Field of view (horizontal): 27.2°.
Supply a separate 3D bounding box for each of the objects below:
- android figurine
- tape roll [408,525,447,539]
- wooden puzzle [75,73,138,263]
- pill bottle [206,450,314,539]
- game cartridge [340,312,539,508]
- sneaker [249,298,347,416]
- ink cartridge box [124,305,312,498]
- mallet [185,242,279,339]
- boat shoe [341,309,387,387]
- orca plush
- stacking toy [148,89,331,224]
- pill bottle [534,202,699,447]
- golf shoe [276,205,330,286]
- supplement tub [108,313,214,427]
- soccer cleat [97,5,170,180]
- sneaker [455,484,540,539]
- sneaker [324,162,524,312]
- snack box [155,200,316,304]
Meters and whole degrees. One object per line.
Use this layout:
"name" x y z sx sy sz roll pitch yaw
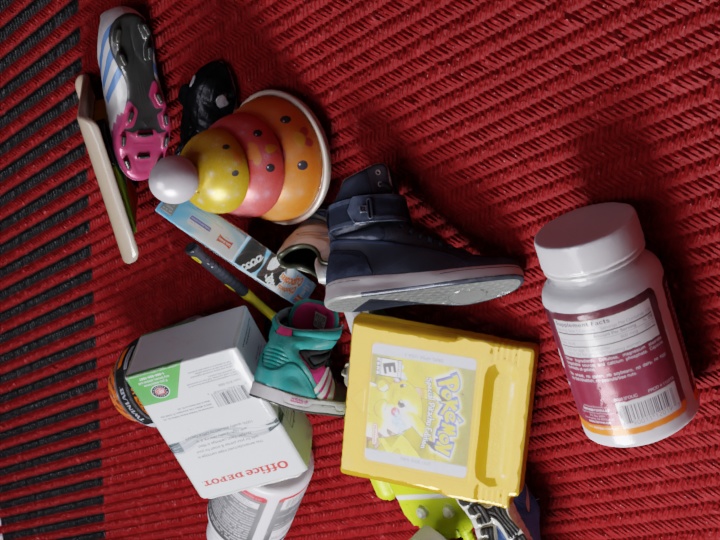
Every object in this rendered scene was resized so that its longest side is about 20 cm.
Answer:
"android figurine" 0.076 0.231 1.710 0.181 0.041 0.201 -10 108 49
"tape roll" 0.128 0.370 1.667 0.203 0.037 0.203 46 169 12
"wooden puzzle" -0.298 -0.127 1.779 0.200 0.037 0.186 -119 13 -65
"pill bottle" -0.135 0.290 1.910 0.114 0.114 0.201 41 139 16
"game cartridge" 0.080 0.147 1.556 0.198 0.032 0.178 9 103 20
"sneaker" -0.053 0.096 1.688 0.083 0.200 0.122 17 89 23
"ink cartridge box" -0.160 0.156 1.732 0.145 0.083 0.201 -16 122 17
"mallet" -0.122 0.030 1.699 0.066 0.041 0.200 11 155 41
"boat shoe" 0.014 0.110 1.626 0.068 0.075 0.201 -24 84 17
"orca plush" -0.196 -0.148 1.687 0.105 0.071 0.200 50 141 7
"stacking toy" -0.139 -0.102 1.544 0.145 0.199 0.148 14 113 37
"pill bottle" 0.231 0.049 1.357 0.114 0.114 0.201 0 117 46
"golf shoe" 0.000 0.000 1.575 0.199 0.097 0.079 17 127 35
"supplement tub" -0.234 0.132 1.890 0.199 0.122 0.123 -21 101 50
"soccer cleat" -0.264 -0.208 1.719 0.086 0.069 0.202 36 133 57
"sneaker" 0.147 0.246 1.611 0.078 0.089 0.202 -17 83 17
"sneaker" 0.062 -0.039 1.497 0.200 0.148 0.077 -3 160 5
"snack box" -0.135 -0.024 1.650 0.116 0.037 0.200 33 177 25
